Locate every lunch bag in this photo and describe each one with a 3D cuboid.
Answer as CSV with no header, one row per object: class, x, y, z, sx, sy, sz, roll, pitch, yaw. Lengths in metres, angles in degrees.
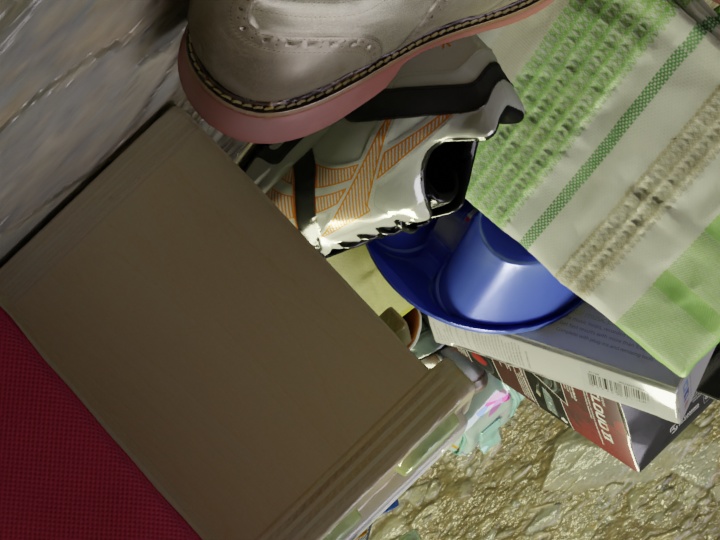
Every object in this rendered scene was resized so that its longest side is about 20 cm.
lunch bag,0.060,0.070,1.154,0.077,0.161,0.200,-42,170,-5

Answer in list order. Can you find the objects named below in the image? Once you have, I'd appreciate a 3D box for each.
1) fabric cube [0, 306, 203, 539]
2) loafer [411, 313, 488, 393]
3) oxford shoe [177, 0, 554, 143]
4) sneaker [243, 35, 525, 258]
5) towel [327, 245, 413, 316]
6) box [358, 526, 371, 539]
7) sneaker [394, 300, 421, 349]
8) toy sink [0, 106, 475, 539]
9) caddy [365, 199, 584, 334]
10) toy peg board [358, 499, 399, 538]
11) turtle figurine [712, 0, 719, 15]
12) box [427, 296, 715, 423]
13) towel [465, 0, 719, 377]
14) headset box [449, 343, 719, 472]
fabric cube,-0.139,0.141,0.446,0.196,0.199,0.200,-42,171,-18
loafer,0.011,0.069,1.019,0.072,0.063,0.199,-45,-163,-31
oxford shoe,0.030,-0.115,0.455,0.200,0.071,0.074,-41,168,-21
sneaker,-0.004,-0.035,0.638,0.074,0.080,0.200,-36,169,-44
towel,0.000,0.000,0.809,0.199,0.018,0.087,-37,129,-13
box,-0.089,0.240,1.091,0.104,0.147,0.202,-45,155,-49
sneaker,-0.009,0.035,0.926,0.073,0.085,0.200,-43,173,-15
toy sink,-0.027,0.054,0.550,0.112,0.200,0.130,-43,170,-3
caddy,0.089,-0.061,0.749,0.200,0.141,0.105,-41,166,-19
toy peg board,-0.075,0.148,0.782,0.199,0.099,0.199,-21,178,-35
turtle figurine,0.283,-0.211,0.938,0.200,0.144,0.194,-40,175,-3
box,0.143,-0.025,0.794,0.201,0.143,0.037,-57,150,-30
towel,0.105,-0.062,0.621,0.031,0.200,0.149,-45,175,-45
headset box,0.149,0.013,0.851,0.148,0.199,0.075,-40,132,-17
